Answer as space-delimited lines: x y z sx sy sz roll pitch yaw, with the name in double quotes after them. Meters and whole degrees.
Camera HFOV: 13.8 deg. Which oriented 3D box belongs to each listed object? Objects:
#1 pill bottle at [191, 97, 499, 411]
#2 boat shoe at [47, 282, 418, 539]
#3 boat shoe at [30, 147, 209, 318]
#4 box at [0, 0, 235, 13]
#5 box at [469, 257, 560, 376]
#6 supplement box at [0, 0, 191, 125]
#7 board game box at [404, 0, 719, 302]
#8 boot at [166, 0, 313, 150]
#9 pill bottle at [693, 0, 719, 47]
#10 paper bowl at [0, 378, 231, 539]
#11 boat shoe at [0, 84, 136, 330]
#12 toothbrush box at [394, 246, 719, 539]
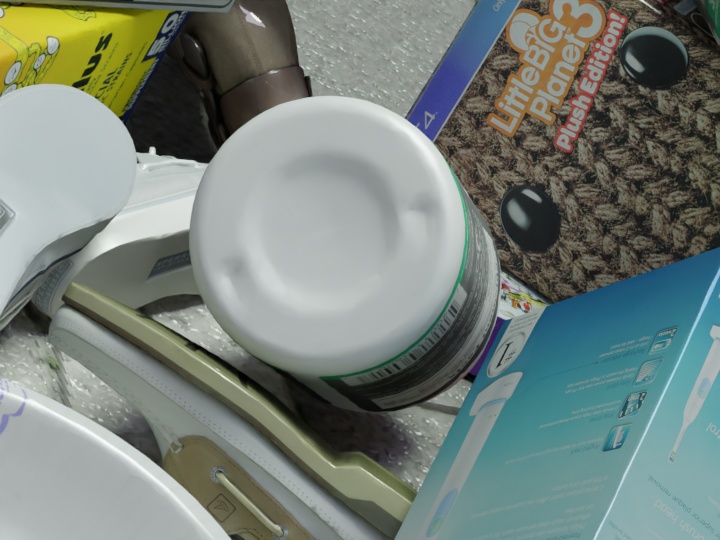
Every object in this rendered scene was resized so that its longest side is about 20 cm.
0.000 0.000 1.276 0.113 0.113 0.200 38 -2 12 "pill bottle"
-0.051 0.082 1.197 0.200 0.068 0.075 35 3 8 "boat shoe"
-0.095 -0.025 1.364 0.069 0.072 0.200 44 37 19 "boat shoe"
-0.142 -0.173 1.319 0.117 0.060 0.200 45 28 27 "box"
0.056 0.003 1.513 0.200 0.039 0.137 25 26 -16 "box"
-0.178 -0.099 1.343 0.109 0.109 0.200 37 25 12 "supplement box"
0.138 -0.065 1.496 0.200 0.160 0.097 35 24 8 "board game box"
-0.062 -0.095 1.493 0.200 0.070 0.147 80 -10 -71 "boot"
0.203 -0.170 1.440 0.113 0.113 0.200 20 27 -24 "pill bottle"
-0.132 0.130 0.981 0.200 0.104 0.201 26 25 -13 "paper bowl"
-0.159 -0.008 1.226 0.071 0.070 0.200 43 37 -9 "boat shoe"
0.084 0.104 1.112 0.085 0.146 0.200 41 57 -19 "toothbrush box"
